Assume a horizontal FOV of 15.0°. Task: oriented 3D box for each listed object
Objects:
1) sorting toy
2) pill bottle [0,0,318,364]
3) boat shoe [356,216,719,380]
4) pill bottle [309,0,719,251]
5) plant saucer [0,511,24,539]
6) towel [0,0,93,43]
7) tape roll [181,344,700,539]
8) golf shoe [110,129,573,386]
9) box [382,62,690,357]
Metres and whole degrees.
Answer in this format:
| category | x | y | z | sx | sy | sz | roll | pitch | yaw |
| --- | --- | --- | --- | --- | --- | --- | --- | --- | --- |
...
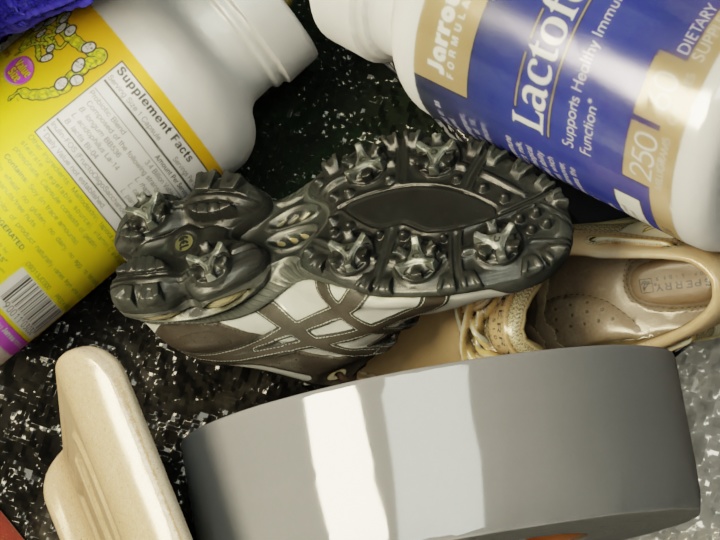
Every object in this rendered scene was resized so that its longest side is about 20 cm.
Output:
| category | x | y | z | sx | sy | sz | roll | pitch | yaw |
| --- | --- | --- | --- | --- | --- | --- | --- | --- | --- |
| sorting toy | -0.077 | 0.135 | 1.088 | 0.036 | 0.200 | 0.186 | -20 | 77 | -15 |
| pill bottle | -0.117 | -0.056 | 1.173 | 0.200 | 0.104 | 0.104 | -40 | 78 | -4 |
| boat shoe | 0.068 | 0.014 | 1.130 | 0.200 | 0.064 | 0.071 | -15 | 94 | 28 |
| pill bottle | 0.085 | -0.097 | 1.092 | 0.200 | 0.116 | 0.116 | 28 | 82 | 28 |
| plant saucer | -0.250 | 0.147 | 1.180 | 0.200 | 0.037 | 0.200 | -40 | 77 | -3 |
| towel | -0.190 | -0.134 | 1.109 | 0.147 | 0.200 | 0.050 | 28 | 67 | -25 |
| tape roll | 0.032 | 0.083 | 1.083 | 0.200 | 0.200 | 0.066 | -10 | 80 | 3 |
| golf shoe | 0.000 | 0.000 | 1.118 | 0.199 | 0.095 | 0.078 | -3 | 55 | 25 |
| box | 0.137 | -0.096 | 1.187 | 0.198 | 0.050 | 0.200 | -41 | 79 | -2 |
